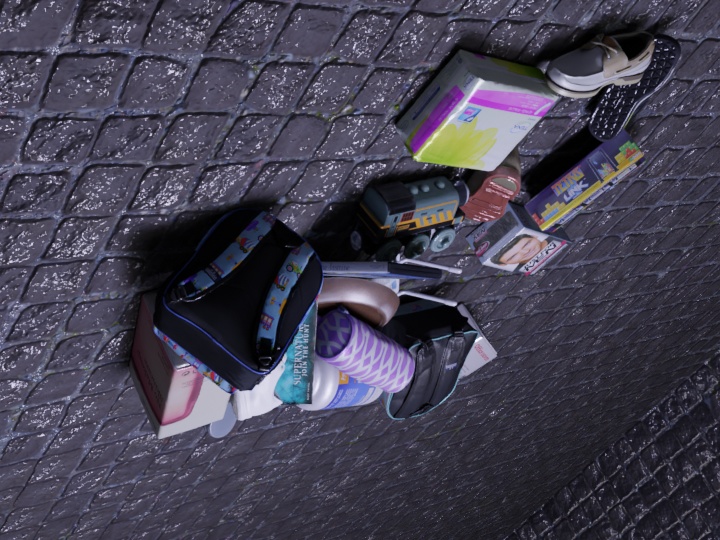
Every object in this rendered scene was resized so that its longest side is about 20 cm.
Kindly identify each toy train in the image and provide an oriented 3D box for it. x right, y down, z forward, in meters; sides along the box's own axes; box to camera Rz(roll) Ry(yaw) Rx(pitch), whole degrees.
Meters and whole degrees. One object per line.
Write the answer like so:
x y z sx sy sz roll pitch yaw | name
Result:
0.075 -0.080 1.659 0.197 0.086 0.115 -14 140 -34 | toy train

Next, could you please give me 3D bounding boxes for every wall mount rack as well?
0.072 0.035 1.861 0.171 0.075 0.201 -24 155 -12 | wall mount rack

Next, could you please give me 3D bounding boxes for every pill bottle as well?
-0.055 0.165 1.825 0.112 0.113 0.198 -45 153 28 | pill bottle

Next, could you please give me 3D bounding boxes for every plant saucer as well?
-0.037 0.064 1.745 0.196 0.033 0.201 -2 155 -1 | plant saucer

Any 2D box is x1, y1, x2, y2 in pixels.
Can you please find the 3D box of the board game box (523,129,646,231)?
0.368 -0.144 1.851 0.199 0.057 0.165 -38 170 13 | board game box

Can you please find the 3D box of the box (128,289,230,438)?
-0.249 0.125 1.600 0.107 0.129 0.201 -15 151 -27 | box

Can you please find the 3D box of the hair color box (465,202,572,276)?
0.276 -0.051 1.958 0.099 0.061 0.199 -42 153 23 | hair color box

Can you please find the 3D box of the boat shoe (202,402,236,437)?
-0.208 0.150 1.764 0.074 0.085 0.205 12 103 -50 | boat shoe

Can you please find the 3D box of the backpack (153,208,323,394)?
-0.153 0.031 1.476 0.201 0.181 0.135 -57 -176 -31 | backpack

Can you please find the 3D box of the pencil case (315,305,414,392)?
0.003 0.126 1.746 0.199 0.085 0.085 35 82 -48 | pencil case

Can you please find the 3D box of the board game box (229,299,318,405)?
-0.132 0.108 1.661 0.132 0.028 0.203 1 121 -4 | board game box

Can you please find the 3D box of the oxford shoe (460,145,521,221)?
0.197 -0.130 1.713 0.070 0.075 0.200 19 159 -13 | oxford shoe

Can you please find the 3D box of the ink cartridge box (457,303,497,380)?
0.151 0.167 2.185 0.198 0.085 0.145 -33 155 6 | ink cartridge box

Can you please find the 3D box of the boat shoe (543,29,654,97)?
0.332 -0.294 1.574 0.198 0.075 0.069 -21 149 -38 | boat shoe

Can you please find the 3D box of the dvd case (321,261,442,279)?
0.000 0.000 1.642 0.197 0.018 0.142 0 177 36 | dvd case

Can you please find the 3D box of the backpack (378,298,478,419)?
0.097 0.157 2.013 0.173 0.153 0.203 -15 130 -32 | backpack

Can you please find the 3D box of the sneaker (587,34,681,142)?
0.410 -0.282 1.710 0.083 0.072 0.201 -40 170 -50 | sneaker

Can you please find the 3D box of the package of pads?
0.156 -0.208 1.523 0.198 0.069 0.155 0 140 -48 | package of pads

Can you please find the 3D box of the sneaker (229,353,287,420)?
-0.145 0.115 1.617 0.087 0.075 0.203 -10 122 -18 | sneaker
